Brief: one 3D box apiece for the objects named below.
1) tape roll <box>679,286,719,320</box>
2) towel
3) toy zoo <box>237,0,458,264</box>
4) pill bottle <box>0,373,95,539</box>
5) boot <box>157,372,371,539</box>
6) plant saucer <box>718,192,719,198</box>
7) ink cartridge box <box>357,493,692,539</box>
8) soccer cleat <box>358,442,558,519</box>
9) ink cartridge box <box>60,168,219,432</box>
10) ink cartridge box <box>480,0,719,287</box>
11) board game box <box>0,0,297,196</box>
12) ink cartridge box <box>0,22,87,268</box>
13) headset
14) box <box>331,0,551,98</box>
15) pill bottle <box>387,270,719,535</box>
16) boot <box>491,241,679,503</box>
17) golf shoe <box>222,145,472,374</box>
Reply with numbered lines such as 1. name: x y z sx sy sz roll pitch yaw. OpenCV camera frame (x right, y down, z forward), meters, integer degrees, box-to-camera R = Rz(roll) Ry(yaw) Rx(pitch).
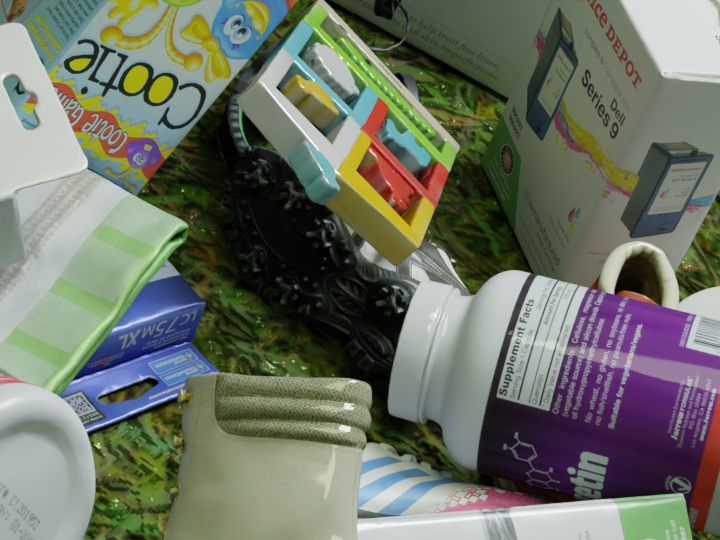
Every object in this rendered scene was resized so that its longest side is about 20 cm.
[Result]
1. tape roll: 0.269 0.091 1.360 0.203 0.037 0.203 15 41 -13
2. towel: -0.215 -0.020 1.187 0.200 0.031 0.149 26 61 16
3. toy zoo: -0.006 -0.080 1.279 0.131 0.020 0.200 46 24 -10
4. pill bottle: -0.228 0.084 1.018 0.200 0.109 0.109 15 31 35
5. boot: -0.083 0.129 1.013 0.072 0.200 0.155 29 56 -58
6. plant saucer: 0.342 -0.079 1.573 0.200 0.051 0.201 14 40 -12
7. ink cartridge box: 0.070 0.193 1.071 0.200 0.084 0.146 0 74 -27
8. soccer cleat: 0.033 0.126 1.178 0.200 0.070 0.086 8 37 -21
9. ink cartridge box: -0.175 0.001 1.237 0.119 0.042 0.200 -19 58 -39
10. ink cartridge box: 0.165 -0.094 1.383 0.087 0.200 0.145 2 45 -25
11. board game box: -0.122 -0.163 1.284 0.103 0.200 0.105 33 13 -38
12. ink cartridge box: -0.252 -0.046 1.150 0.200 0.068 0.117 -20 60 -14
13. headset: -0.010 -0.120 1.408 0.123 0.094 0.200 26 51 1
14. box: 0.081 -0.265 1.531 0.199 0.200 0.131 30 39 6
15. pill bottle: 0.121 0.066 1.170 0.200 0.113 0.112 14 38 11
16. boot: 0.134 0.066 1.268 0.075 0.107 0.200 26 42 -3
17. golf shoe: 0.000 0.000 1.311 0.200 0.078 0.094 45 27 21
